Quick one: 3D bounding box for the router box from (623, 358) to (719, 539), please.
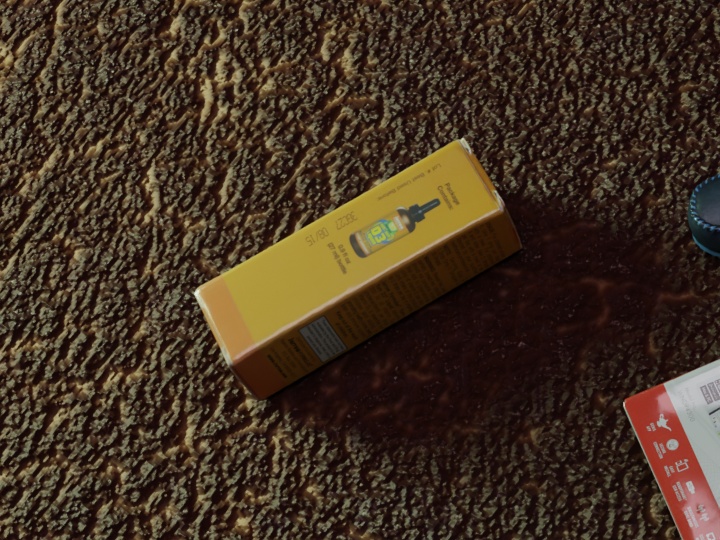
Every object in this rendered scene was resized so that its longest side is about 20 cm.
[{"bbox_3d":[0.267,0.128,1.134,0.179,0.049,0.200,-25,57,5],"label":"router box"}]

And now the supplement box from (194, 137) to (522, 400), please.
[{"bbox_3d":[0.000,0.000,1.289,0.200,0.069,0.067,-30,58,3],"label":"supplement box"}]

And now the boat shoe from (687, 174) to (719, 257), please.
[{"bbox_3d":[0.293,-0.059,1.215,0.199,0.069,0.084,-13,59,13],"label":"boat shoe"}]
